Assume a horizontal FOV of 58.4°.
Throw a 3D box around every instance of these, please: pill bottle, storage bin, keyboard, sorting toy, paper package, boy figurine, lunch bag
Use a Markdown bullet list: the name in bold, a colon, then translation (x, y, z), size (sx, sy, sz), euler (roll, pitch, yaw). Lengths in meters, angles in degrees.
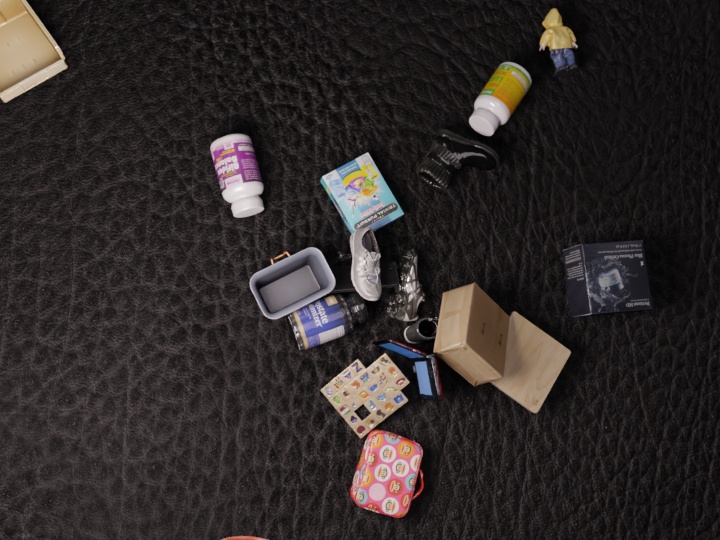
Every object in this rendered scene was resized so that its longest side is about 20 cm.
- **pill bottle**: translation (-0.319, -0.247, 1.698), size (0.112, 0.112, 0.201), euler (-15, 83, -12)
- **storage bin**: translation (-0.184, 0.033, 1.667), size (0.199, 0.134, 0.146), euler (-27, 87, -14)
- **pill bottle**: translation (0.399, -0.492, 1.866), size (0.111, 0.111, 0.200), euler (35, 77, -3)
- **keyboard**: translation (0.000, 0.000, 1.741), size (0.199, 0.021, 0.128), euler (-5, 60, -6)
- **sorting toy**: translation (0.440, 0.252, 1.778), size (0.198, 0.070, 0.200), euler (35, 77, -3)
- **paper package**: translation (0.291, 0.166, 1.671), size (0.191, 0.103, 0.201), euler (41, 46, -30)
- **boy figurine**: translation (0.595, -0.694, 1.958), size (0.124, 0.064, 0.201), euler (-13, 83, -12)
- **pill bottle**: translation (-0.086, 0.127, 1.681), size (0.199, 0.112, 0.112), euler (-20, 85, -13)
- **storage bin**: translation (-0.899, -0.571, 1.654), size (0.200, 0.094, 0.199), euler (-36, 89, -14)
- **lunch bag**: translation (0.081, 0.525, 1.663), size (0.175, 0.082, 0.201), euler (20, 78, -7)

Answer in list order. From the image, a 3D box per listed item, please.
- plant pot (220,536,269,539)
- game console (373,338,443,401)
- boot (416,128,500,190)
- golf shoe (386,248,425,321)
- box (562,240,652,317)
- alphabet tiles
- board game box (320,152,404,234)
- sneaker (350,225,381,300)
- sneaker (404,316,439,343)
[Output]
- **plant pot**: translation (-0.268, 0.763, 1.517), size (0.200, 0.201, 0.196), euler (11, 88, -8)
- **game console**: translation (0.118, 0.255, 1.652), size (0.118, 0.200, 0.173), euler (-8, 83, -10)
- **boot**: translation (0.276, -0.292, 1.827), size (0.210, 0.079, 0.158), euler (23, 71, 5)
- **golf shoe**: translation (0.134, 0.043, 1.764), size (0.094, 0.078, 0.201), euler (21, 76, -29)
- **box**: translation (0.702, 0.024, 1.837), size (0.195, 0.117, 0.201), euler (-4, 83, -11)
- **alphabet tiles**: translation (0.022, 0.315, 1.686), size (0.200, 0.008, 0.167), euler (-40, 89, 9)
- **board game box**: translation (0.005, -0.202, 1.782), size (0.151, 0.047, 0.201), euler (-30, 87, -13)
- **sneaker**: translation (0.017, -0.021, 1.675), size (0.074, 0.082, 0.201), euler (-6, 74, -25)
- **sneaker**: translation (0.223, 0.152, 1.739), size (0.199, 0.099, 0.071), euler (-13, 82, -13)
